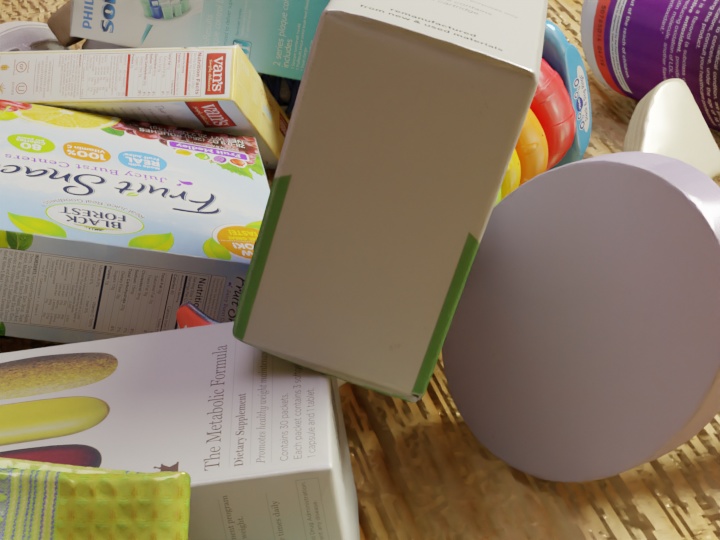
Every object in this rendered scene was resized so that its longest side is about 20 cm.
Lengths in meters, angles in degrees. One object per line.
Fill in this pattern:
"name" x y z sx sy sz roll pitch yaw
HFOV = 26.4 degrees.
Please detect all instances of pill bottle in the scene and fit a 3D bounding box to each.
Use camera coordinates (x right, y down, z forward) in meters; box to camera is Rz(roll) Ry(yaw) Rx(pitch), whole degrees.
"pill bottle" 0.236 -0.138 0.938 0.112 0.113 0.200 -25 35 -26

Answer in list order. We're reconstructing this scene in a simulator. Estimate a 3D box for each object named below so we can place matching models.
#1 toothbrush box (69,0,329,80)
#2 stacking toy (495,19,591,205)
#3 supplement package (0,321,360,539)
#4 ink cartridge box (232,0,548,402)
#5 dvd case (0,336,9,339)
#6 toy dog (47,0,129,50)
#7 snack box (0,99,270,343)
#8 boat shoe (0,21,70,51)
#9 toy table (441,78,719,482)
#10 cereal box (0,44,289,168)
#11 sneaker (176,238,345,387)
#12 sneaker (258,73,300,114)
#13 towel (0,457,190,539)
"toothbrush box" -0.066 -0.187 0.968 0.200 0.085 0.146 12 26 1
"stacking toy" 0.044 -0.054 0.875 0.110 0.116 0.200 13 48 29
"supplement package" -0.104 0.102 0.624 0.200 0.110 0.114 -8 30 1
"ink cartridge box" 0.020 -0.064 0.649 0.084 0.146 0.200 18 27 0
"dvd case" -0.252 -0.020 0.952 0.200 0.025 0.150 8 35 27
"toy dog" -0.134 -0.181 1.106 0.096 0.132 0.200 -25 28 34
"snack box" -0.149 -0.026 0.834 0.200 0.068 0.169 7 27 -14
"boat shoe" -0.253 -0.126 1.067 0.068 0.072 0.200 12 21 24
"toy table" 0.133 0.010 0.674 0.117 0.184 0.200 -16 -3 -31
"cereal box" -0.154 -0.098 0.953 0.200 0.040 0.144 0 -12 9
"sneaker" 0.000 0.000 0.754 0.200 0.085 0.075 -31 -1 -21
"sneaker" -0.043 -0.140 1.049 0.200 0.075 0.088 -24 34 -23
"towel" -0.134 0.158 0.511 0.143 0.023 0.200 4 68 8
